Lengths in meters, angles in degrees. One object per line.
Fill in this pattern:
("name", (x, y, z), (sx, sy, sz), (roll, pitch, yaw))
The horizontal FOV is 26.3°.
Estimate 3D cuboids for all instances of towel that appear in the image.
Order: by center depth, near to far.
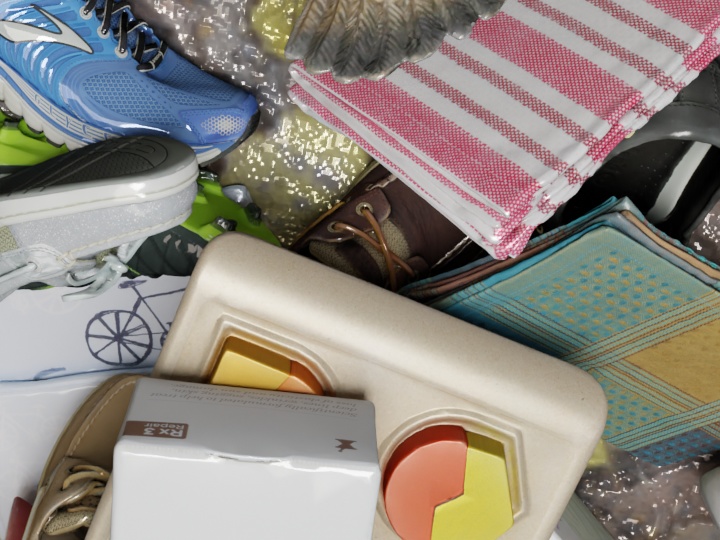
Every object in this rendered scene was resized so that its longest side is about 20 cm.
("towel", (0.081, -0.106, 0.638), (0.200, 0.146, 0.030), (-41, 140, -11))
("towel", (0.128, 0.036, 0.713), (0.199, 0.022, 0.146), (28, 145, -33))

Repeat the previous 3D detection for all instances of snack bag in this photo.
("snack bag", (-0.125, 0.055, 0.818), (0.187, 0.021, 0.202), (-5, 111, 9))

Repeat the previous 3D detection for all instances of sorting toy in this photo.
("sorting toy", (-0.014, 0.107, 0.650), (0.184, 0.036, 0.201), (22, 102, -8))

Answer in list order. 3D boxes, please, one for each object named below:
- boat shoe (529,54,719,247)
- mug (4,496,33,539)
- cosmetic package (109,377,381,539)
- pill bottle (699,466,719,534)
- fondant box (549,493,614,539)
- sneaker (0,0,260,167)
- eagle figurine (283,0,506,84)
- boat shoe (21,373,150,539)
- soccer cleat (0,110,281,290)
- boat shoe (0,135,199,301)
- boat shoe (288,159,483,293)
("boat shoe", (0.109, -0.023, 0.698), (0.073, 0.064, 0.202), (9, 145, -11))
("mug", (-0.103, 0.206, 0.829), (0.198, 0.177, 0.135), (13, 80, -10))
("cosmetic package", (-0.050, 0.150, 0.612), (0.101, 0.074, 0.202), (6, 107, -3))
("pill bottle", (0.275, 0.108, 0.739), (0.199, 0.114, 0.115), (-27, 107, 6))
("fondant box", (0.073, 0.125, 0.753), (0.058, 0.144, 0.200), (-40, 103, 8))
("sneaker", (-0.137, -0.115, 0.722), (0.199, 0.079, 0.090), (25, 114, -4))
("eagle figurine", (-0.007, -0.172, 0.619), (0.150, 0.200, 0.152), (-1, 111, 7))
("boat shoe", (-0.123, 0.127, 0.730), (0.071, 0.201, 0.065), (21, 142, -10))
("soccer cleat", (-0.130, -0.022, 0.752), (0.199, 0.067, 0.082), (21, 109, 17))
("boat shoe", (-0.145, -0.010, 0.688), (0.201, 0.074, 0.065), (-15, 106, 33))
("boat shoe", (0.000, 0.000, 0.745), (0.199, 0.072, 0.072), (-33, 103, 6))
